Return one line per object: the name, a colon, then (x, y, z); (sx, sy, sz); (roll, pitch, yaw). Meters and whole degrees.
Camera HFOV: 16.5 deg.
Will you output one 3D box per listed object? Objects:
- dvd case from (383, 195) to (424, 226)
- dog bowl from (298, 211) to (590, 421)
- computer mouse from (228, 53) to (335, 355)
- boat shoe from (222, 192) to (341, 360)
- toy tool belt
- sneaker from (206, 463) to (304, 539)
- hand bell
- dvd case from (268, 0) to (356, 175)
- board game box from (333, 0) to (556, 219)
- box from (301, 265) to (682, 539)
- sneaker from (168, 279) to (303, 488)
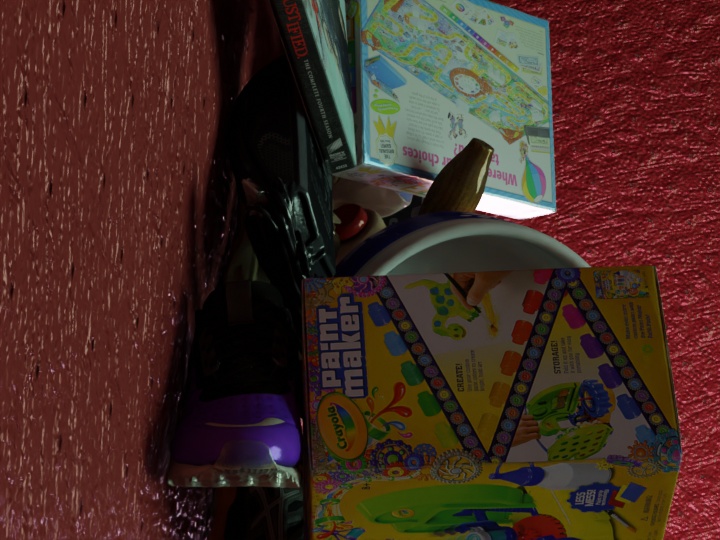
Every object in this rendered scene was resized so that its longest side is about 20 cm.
dvd case: (0.004, 0.007, 1.790); (0.025, 0.150, 0.202); (7, 85, -41)
dog bowl: (0.062, 0.066, 1.517); (0.079, 0.199, 0.202); (-150, -118, -74)
computer mouse: (-0.049, -0.047, 1.422); (0.201, 0.052, 0.139); (-92, 168, -48)
boat shoe: (-0.044, -0.016, 1.512); (0.201, 0.064, 0.072); (-82, 173, -45)
toy tool belt: (-0.014, -0.098, 1.658); (0.123, 0.124, 0.201); (59, 26, -33)
sneaker: (-0.051, 0.152, 1.485); (0.079, 0.077, 0.201); (86, 7, -48)
hand bell: (0.029, 0.005, 1.572); (0.201, 0.104, 0.104); (-62, -178, 15)
dvd case: (-0.035, -0.174, 1.420); (0.201, 0.022, 0.147); (70, 12, -47)
board game box: (0.053, -0.115, 1.614); (0.199, 0.034, 0.135); (12, 73, -48)
box: (0.064, 0.104, 1.355); (0.201, 0.191, 0.123); (90, -3, -55)
sneaker: (-0.065, 0.056, 1.309); (0.200, 0.069, 0.100); (-114, -155, -83)
